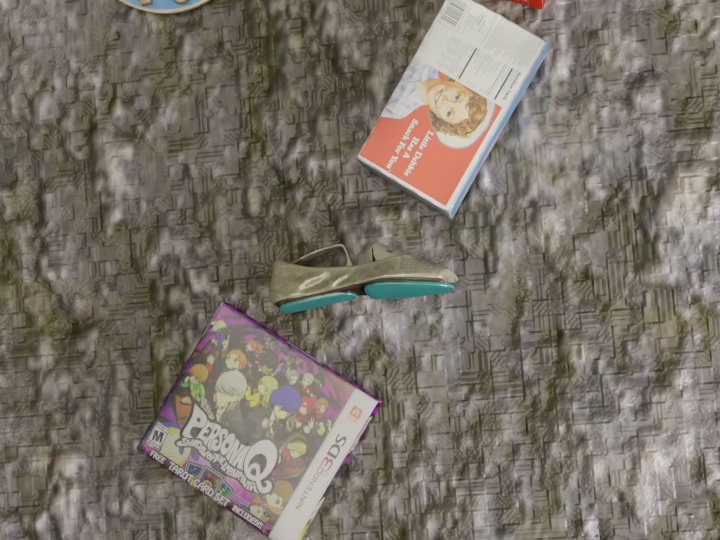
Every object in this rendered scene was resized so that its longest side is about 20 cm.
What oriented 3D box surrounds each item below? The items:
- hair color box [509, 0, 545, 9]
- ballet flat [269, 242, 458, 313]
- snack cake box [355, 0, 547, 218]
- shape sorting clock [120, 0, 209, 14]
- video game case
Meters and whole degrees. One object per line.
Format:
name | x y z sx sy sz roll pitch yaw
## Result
hair color box | 0.108 -0.350 1.321 0.198 0.061 0.103 17 90 10
ballet flat | 0.000 0.000 1.315 0.197 0.067 0.063 -7 76 8
snack cake box | 0.095 -0.169 1.309 0.114 0.067 0.201 31 91 7
shape sorting clock | -0.212 -0.380 1.383 0.197 0.039 0.203 -1 86 9
video game case | -0.107 0.162 1.334 0.199 0.036 0.182 32 90 9
